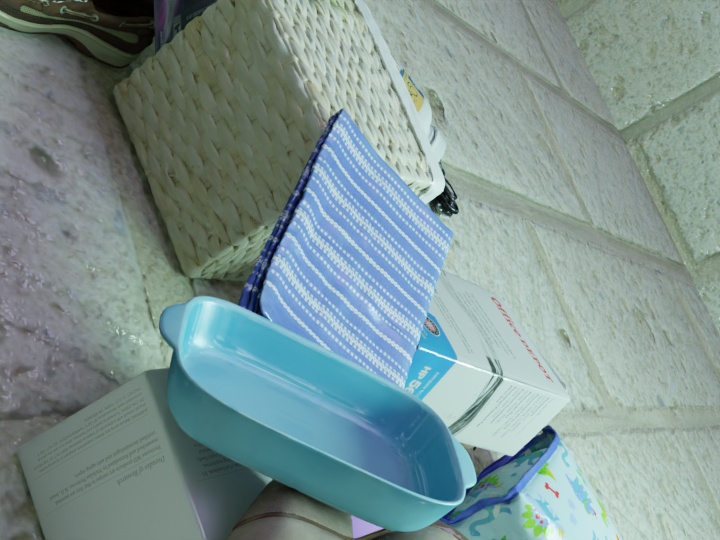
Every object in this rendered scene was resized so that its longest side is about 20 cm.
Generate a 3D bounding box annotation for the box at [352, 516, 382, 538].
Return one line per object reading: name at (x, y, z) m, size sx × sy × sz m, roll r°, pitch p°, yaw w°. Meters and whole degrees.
box at (-0.028, 0.188, 0.695) m, size 0.039 × 0.137 × 0.201 m, roll -16°, pitch 75°, yaw -31°

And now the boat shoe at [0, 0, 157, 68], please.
boat shoe at (-0.239, -0.230, 0.818) m, size 0.202 × 0.075 × 0.075 m, roll 10°, pitch 54°, yaw -58°

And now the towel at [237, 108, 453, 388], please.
towel at (0.000, 0.000, 0.702) m, size 0.145 × 0.024 × 0.201 m, roll 45°, pitch 46°, yaw -27°

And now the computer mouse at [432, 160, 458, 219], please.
computer mouse at (0.060, -0.159, 1.324) m, size 0.200 × 0.053 × 0.139 m, roll 48°, pitch 24°, yaw -51°

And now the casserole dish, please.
casserole dish at (-0.028, 0.082, 0.568) m, size 0.199 × 0.039 × 0.121 m, roll 27°, pitch 18°, yaw -14°

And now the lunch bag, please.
lunch bag at (0.191, 0.264, 1.023) m, size 0.200 × 0.127 × 0.171 m, roll -27°, pitch 87°, yaw -55°

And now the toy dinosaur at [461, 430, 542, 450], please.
toy dinosaur at (0.086, 0.132, 1.030) m, size 0.200 × 0.086 × 0.136 m, roll 44°, pitch 20°, yaw -5°

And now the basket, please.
basket at (-0.071, -0.110, 0.865) m, size 0.161 × 0.198 × 0.201 m, roll -4°, pitch 67°, yaw -57°

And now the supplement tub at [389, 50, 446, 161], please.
supplement tub at (-0.015, -0.176, 1.086) m, size 0.200 × 0.144 × 0.145 m, roll 50°, pitch 27°, yaw -20°

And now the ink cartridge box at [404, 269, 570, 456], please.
ink cartridge box at (0.064, 0.066, 0.874) m, size 0.199 × 0.084 × 0.146 m, roll 23°, pitch 26°, yaw -40°

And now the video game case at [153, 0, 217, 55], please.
video game case at (-0.140, -0.296, 0.882) m, size 0.143 × 0.019 × 0.201 m, roll -54°, pitch 154°, yaw -58°

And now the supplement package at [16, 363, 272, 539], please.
supplement package at (-0.095, 0.170, 0.607) m, size 0.121 × 0.119 × 0.201 m, roll 2°, pitch 61°, yaw -59°

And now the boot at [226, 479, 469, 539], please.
boot at (0.006, 0.192, 0.544) m, size 0.200 × 0.070 × 0.146 m, roll 38°, pitch 28°, yaw -16°
